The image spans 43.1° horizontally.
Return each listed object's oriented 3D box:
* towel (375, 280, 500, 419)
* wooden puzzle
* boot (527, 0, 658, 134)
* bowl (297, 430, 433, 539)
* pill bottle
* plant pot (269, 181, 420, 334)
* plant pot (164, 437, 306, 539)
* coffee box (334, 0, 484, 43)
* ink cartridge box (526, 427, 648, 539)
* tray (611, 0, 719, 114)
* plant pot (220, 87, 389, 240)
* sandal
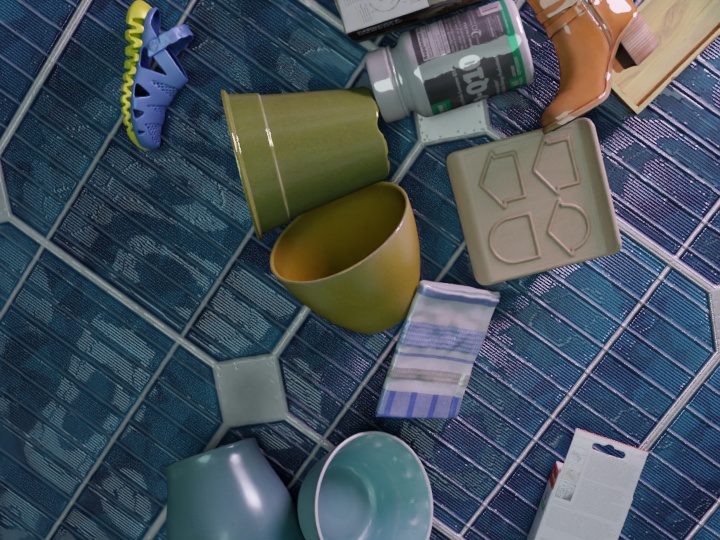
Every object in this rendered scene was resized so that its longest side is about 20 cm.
[{"bbox_3d":[0.106,0.112,1.235,0.146,0.024,0.201,10,105,-37],"label":"towel"},{"bbox_3d":[0.231,-0.091,1.225,0.199,0.046,0.186,-14,96,13],"label":"wooden puzzle"},{"bbox_3d":[0.255,-0.279,1.128,0.200,0.074,0.155,-44,98,-13],"label":"boot"},{"bbox_3d":[-0.008,0.325,1.256,0.105,0.200,0.201,-18,98,50],"label":"bowl"},{"bbox_3d":[0.114,-0.265,1.176,0.199,0.113,0.114,-17,96,10],"label":"pill bottle"},{"bbox_3d":[0.000,0.000,1.205,0.199,0.200,0.142,-24,122,10],"label":"plant pot"},{"bbox_3d":[-0.182,0.340,1.272,0.199,0.200,0.189,-19,80,9],"label":"plant pot"},{"bbox_3d":[0.069,-0.363,1.166,0.199,0.113,0.080,-16,96,8],"label":"coffee box"},{"bbox_3d":[0.314,0.321,1.271,0.109,0.050,0.201,18,99,4],"label":"ink cartridge box"},{"bbox_3d":[0.395,-0.308,1.174,0.099,0.037,0.200,45,100,-1],"label":"tray"},{"bbox_3d":[-0.066,-0.158,1.192,0.189,0.200,0.201,-14,97,-5],"label":"plant pot"},{"bbox_3d":[-0.276,-0.263,1.244,0.087,0.080,0.201,6,101,2],"label":"sandal"}]
